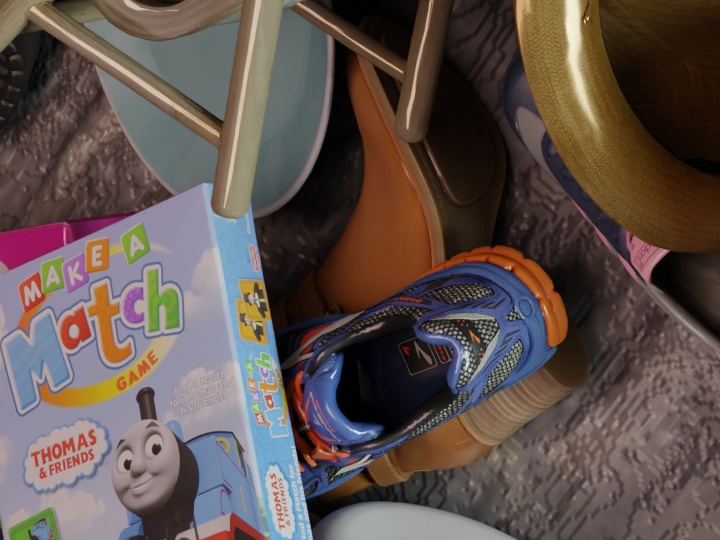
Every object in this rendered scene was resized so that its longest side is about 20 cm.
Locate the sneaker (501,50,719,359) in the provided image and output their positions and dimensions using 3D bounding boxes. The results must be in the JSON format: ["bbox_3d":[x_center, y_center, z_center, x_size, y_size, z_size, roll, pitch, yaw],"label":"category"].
[{"bbox_3d":[0.127,-0.030,1.126,0.200,0.082,0.070,41,116,20],"label":"sneaker"}]

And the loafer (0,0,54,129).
[{"bbox_3d":[-0.180,-0.138,1.315,0.073,0.071,0.200,29,127,-11],"label":"loafer"}]

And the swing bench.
[{"bbox_3d":[-0.015,-0.149,1.035,0.130,0.199,0.200,34,112,14],"label":"swing bench"}]

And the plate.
[{"bbox_3d":[-0.067,-0.123,1.237,0.200,0.026,0.200,25,123,46],"label":"plate"}]

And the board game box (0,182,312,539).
[{"bbox_3d":[-0.096,0.081,1.158,0.151,0.037,0.200,-22,70,35],"label":"board game box"}]

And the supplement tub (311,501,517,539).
[{"bbox_3d":[0.012,0.220,1.194,0.145,0.145,0.200,30,111,24],"label":"supplement tub"}]

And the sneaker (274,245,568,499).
[{"bbox_3d":[-0.007,0.052,1.150,0.200,0.078,0.075,-34,87,34],"label":"sneaker"}]

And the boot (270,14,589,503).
[{"bbox_3d":[0.000,0.000,1.216,0.155,0.074,0.200,-29,79,35],"label":"boot"}]

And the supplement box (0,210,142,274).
[{"bbox_3d":[-0.184,0.033,1.313,0.200,0.103,0.101,-8,92,33],"label":"supplement box"}]

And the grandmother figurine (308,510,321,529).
[{"bbox_3d":[-0.079,0.190,1.223,0.060,0.121,0.200,13,71,28],"label":"grandmother figurine"}]

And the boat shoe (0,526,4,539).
[{"bbox_3d":[-0.126,0.131,1.242,0.076,0.200,0.060,51,156,-2],"label":"boat shoe"}]

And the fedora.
[{"bbox_3d":[0.124,-0.105,1.076,0.082,0.200,0.201,15,106,55],"label":"fedora"}]
